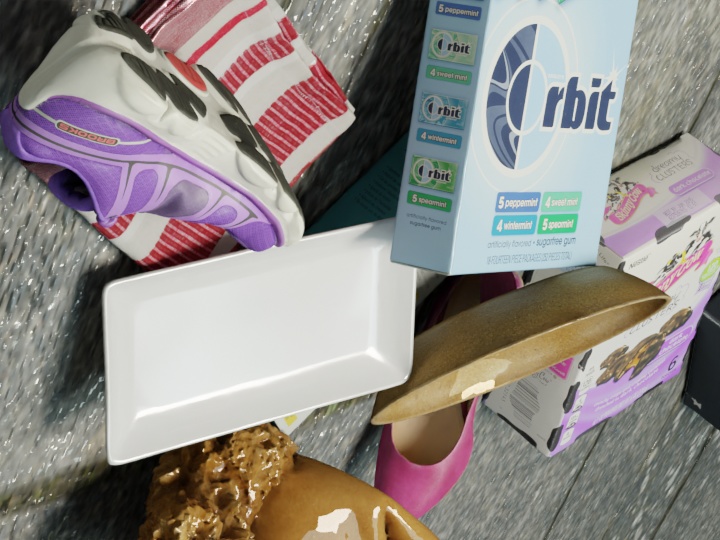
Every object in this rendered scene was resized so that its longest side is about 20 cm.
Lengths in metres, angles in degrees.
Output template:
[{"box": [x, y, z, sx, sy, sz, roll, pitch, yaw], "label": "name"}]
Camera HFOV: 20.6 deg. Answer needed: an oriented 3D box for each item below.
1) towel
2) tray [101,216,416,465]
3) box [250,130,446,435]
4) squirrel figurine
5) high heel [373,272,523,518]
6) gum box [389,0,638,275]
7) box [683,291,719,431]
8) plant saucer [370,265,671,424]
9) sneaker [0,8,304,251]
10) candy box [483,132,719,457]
[{"box": [-0.079, -0.069, 1.001, 0.144, 0.023, 0.200, -49, 153, -4], "label": "towel"}, {"box": [-0.055, 0.033, 1.084, 0.200, 0.022, 0.108, -14, 117, -32], "label": "tray"}, {"box": [0.000, 0.000, 1.176, 0.200, 0.049, 0.082, -45, 152, -13], "label": "box"}, {"box": [-0.077, 0.193, 1.167, 0.200, 0.141, 0.187, 47, 64, -39], "label": "squirrel figurine"}, {"box": [0.051, 0.083, 1.327, 0.200, 0.067, 0.096, -60, 162, 6], "label": "high heel"}, {"box": [0.094, -0.101, 1.127, 0.170, 0.044, 0.201, -3, 103, -55], "label": "gum box"}, {"box": [0.402, 0.051, 1.797, 0.200, 0.107, 0.149, -38, 151, -23], "label": "box"}, {"box": [0.092, 0.041, 1.218, 0.200, 0.036, 0.200, -21, 170, -4], "label": "plant saucer"}, {"box": [-0.097, -0.053, 0.914, 0.083, 0.081, 0.200, -37, 149, 12], "label": "sneaker"}, {"box": [0.192, 0.018, 1.469, 0.168, 0.072, 0.200, -27, 145, -39], "label": "candy box"}]
